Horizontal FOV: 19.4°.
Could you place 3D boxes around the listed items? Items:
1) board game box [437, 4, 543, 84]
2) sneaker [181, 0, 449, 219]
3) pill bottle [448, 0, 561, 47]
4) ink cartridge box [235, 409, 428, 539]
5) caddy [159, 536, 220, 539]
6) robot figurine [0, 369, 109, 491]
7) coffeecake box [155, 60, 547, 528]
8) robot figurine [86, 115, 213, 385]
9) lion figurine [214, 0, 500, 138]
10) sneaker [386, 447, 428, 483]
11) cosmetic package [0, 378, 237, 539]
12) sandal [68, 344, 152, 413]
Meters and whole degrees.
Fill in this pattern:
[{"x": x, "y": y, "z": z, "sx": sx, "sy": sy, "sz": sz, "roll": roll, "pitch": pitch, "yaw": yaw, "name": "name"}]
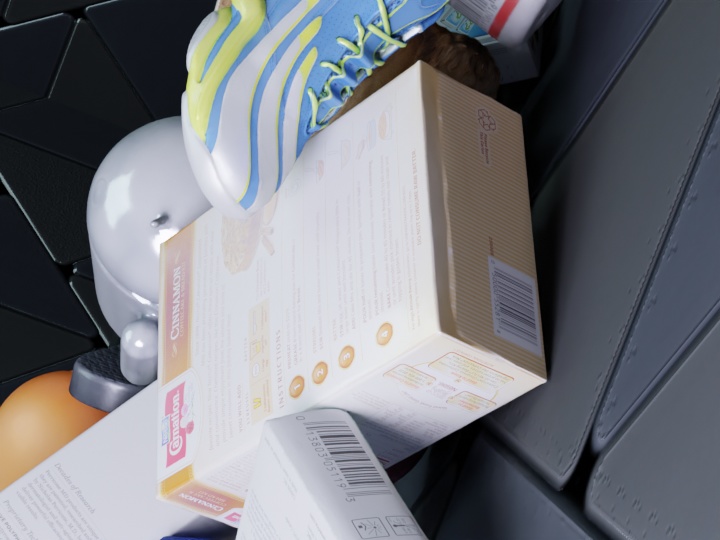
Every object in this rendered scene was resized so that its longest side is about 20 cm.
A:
[{"x": 0.048, "y": -0.173, "z": 1.263, "sx": 0.200, "sy": 0.126, "sz": 0.035, "roll": -80, "pitch": -27, "yaw": -48, "name": "board game box"}, {"x": -0.015, "y": -0.117, "z": 1.002, "sx": 0.105, "sy": 0.076, "sz": 0.200, "roll": -5, "pitch": 58, "yaw": 31, "name": "sneaker"}, {"x": 0.035, "y": -0.218, "z": 1.105, "sx": 0.114, "sy": 0.200, "sz": 0.114, "roll": -52, "pitch": -4, "yaw": -5, "name": "pill bottle"}, {"x": -0.016, "y": 0.188, "z": 0.931, "sx": 0.161, "sy": 0.050, "sz": 0.200, "roll": -126, "pitch": 41, "yaw": -49, "name": "ink cartridge box"}, {"x": -0.069, "y": 0.234, "z": 1.108, "sx": 0.141, "sy": 0.105, "sz": 0.200, "roll": 83, "pitch": -162, "yaw": -55, "name": "caddy"}, {"x": -0.157, "y": 0.119, "z": 1.343, "sx": 0.117, "sy": 0.200, "sz": 0.144, "roll": -48, "pitch": 62, "yaw": 27, "name": "robot figurine"}, {"x": -0.011, "y": 0.018, "z": 1.024, "sx": 0.200, "sy": 0.073, "sz": 0.154, "roll": -32, "pitch": 47, "yaw": 37, "name": "coffeecake box"}, {"x": -0.098, "y": -0.017, "z": 1.207, "sx": 0.200, "sy": 0.113, "sz": 0.170, "roll": 100, "pitch": -173, "yaw": -69, "name": "robot figurine"}, {"x": -0.014, "y": -0.132, "z": 1.117, "sx": 0.122, "sy": 0.200, "sz": 0.072, "roll": -39, "pitch": 29, "yaw": -5, "name": "lion figurine"}, {"x": 0.030, "y": 0.013, "z": 1.092, "sx": 0.090, "sy": 0.075, "sz": 0.200, "roll": 124, "pitch": 164, "yaw": -74, "name": "sneaker"}, {"x": -0.131, "y": 0.140, "z": 1.192, "sx": 0.200, "sy": 0.085, "sz": 0.108, "roll": -37, "pitch": -19, "yaw": -16, "name": "cosmetic package"}, {"x": -0.111, "y": 0.067, "z": 1.302, "sx": 0.200, "sy": 0.076, "sz": 0.043, "roll": -9, "pitch": -64, "yaw": -56, "name": "sandal"}]
